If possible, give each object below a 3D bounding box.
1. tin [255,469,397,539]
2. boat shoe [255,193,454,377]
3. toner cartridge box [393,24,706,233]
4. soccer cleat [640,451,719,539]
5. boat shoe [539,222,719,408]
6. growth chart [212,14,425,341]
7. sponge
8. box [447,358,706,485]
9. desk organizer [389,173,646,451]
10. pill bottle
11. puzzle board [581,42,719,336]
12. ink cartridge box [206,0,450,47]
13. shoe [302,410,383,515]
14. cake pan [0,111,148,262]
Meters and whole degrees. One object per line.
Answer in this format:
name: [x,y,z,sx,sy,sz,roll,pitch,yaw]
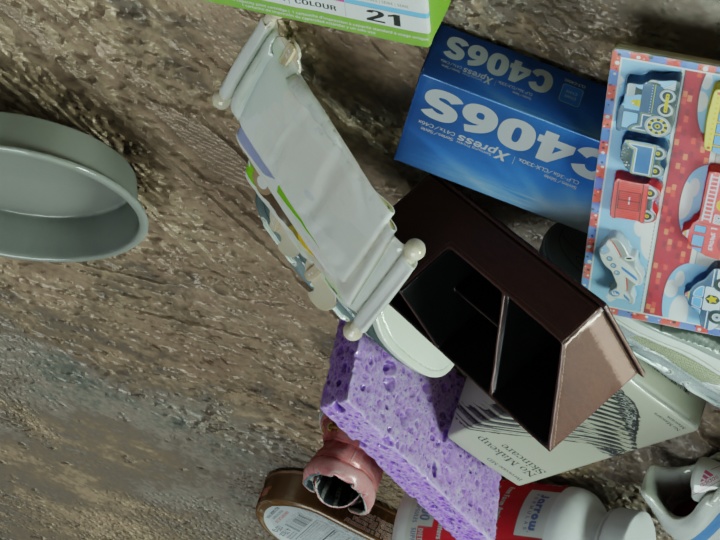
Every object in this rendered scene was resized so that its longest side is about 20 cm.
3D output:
tin: [-0.004,0.248,1.700,0.199,0.042,0.112,27,153,-8]
boat shoe: [0.000,0.000,1.294,0.062,0.073,0.200,4,144,51]
toner cartridge box: [0.126,-0.073,1.116,0.199,0.043,0.095,21,150,3]
soccer cleat: [0.295,0.170,1.354,0.200,0.070,0.086,-12,135,44]
boat shoe: [0.195,0.035,1.206,0.201,0.075,0.065,26,136,-19]
growth chart: [-0.032,-0.058,1.169,0.200,0.018,0.145,59,148,5]
sponge: [0.046,0.111,1.383,0.030,0.112,0.200,-17,132,33]
box: [0.157,0.091,1.323,0.082,0.069,0.200,34,146,-19]
desk organizer: [0.081,0.021,1.159,0.200,0.077,0.072,42,170,48]
pill bottle: [0.135,0.230,1.508,0.199,0.113,0.112,2,144,29]
puzzle board: [0.209,-0.035,1.063,0.150,0.017,0.200,12,135,11]
ink cartridge box: [-0.026,-0.222,0.952,0.147,0.076,0.200,13,149,15]
shoe: [-0.011,0.150,1.472,0.071,0.091,0.200,25,160,2]
cake pan: [-0.251,-0.061,1.333,0.199,0.037,0.200,5,158,2]
